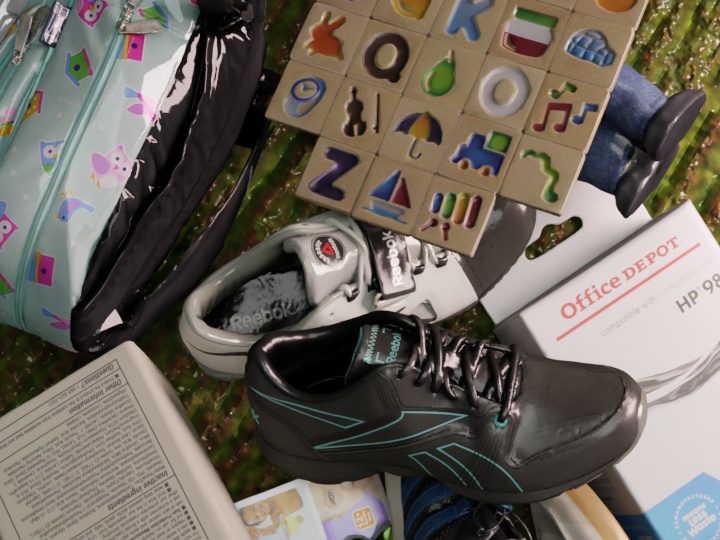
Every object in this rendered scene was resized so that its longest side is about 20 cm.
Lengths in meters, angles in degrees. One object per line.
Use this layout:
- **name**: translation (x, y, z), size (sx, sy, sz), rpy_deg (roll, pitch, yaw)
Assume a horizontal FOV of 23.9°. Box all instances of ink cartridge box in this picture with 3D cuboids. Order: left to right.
- **ink cartridge box**: translation (0.152, 0.047, 0.905), size (0.115, 0.067, 0.201), rpy_deg (-32, 88, -10)

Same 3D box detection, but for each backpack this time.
- **backpack**: translation (-0.127, -0.060, 0.837), size (0.125, 0.167, 0.202), rpy_deg (23, 77, 12)

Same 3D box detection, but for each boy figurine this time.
- **boy figurine**: translation (0.075, -0.104, 0.898), size (0.199, 0.125, 0.064), rpy_deg (32, 39, 16)

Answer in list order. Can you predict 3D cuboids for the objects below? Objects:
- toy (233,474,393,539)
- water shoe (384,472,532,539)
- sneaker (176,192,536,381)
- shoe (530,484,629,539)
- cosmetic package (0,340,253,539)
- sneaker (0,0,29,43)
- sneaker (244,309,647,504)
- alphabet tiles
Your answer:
- **toy**: translation (-0.065, 0.181, 0.869), size (0.198, 0.047, 0.116), rpy_deg (-19, 84, -10)
- **water shoe**: translation (0.057, 0.132, 0.853), size (0.071, 0.078, 0.202), rpy_deg (28, 58, -38)
- **sneaker**: translation (0.000, 0.000, 0.863), size (0.198, 0.089, 0.075), rpy_deg (-26, 79, -1)
- **shoe**: translation (0.127, 0.199, 0.882), size (0.053, 0.070, 0.202), rpy_deg (-22, 89, -18)
- **cosmetic package**: translation (-0.101, 0.148, 0.817), size (0.103, 0.073, 0.201), rpy_deg (-30, 67, -1)
- **sneaker**: translation (-0.208, -0.134, 0.877), size (0.091, 0.078, 0.202), rpy_deg (27, 79, 0)
- **sneaker**: translation (0.037, 0.063, 0.816), size (0.197, 0.080, 0.076), rpy_deg (-3, 47, 14)
- **alphabet tiles**: translation (0.049, -0.112, 0.849), size (0.165, 0.006, 0.202), rpy_deg (19, 78, 22)
